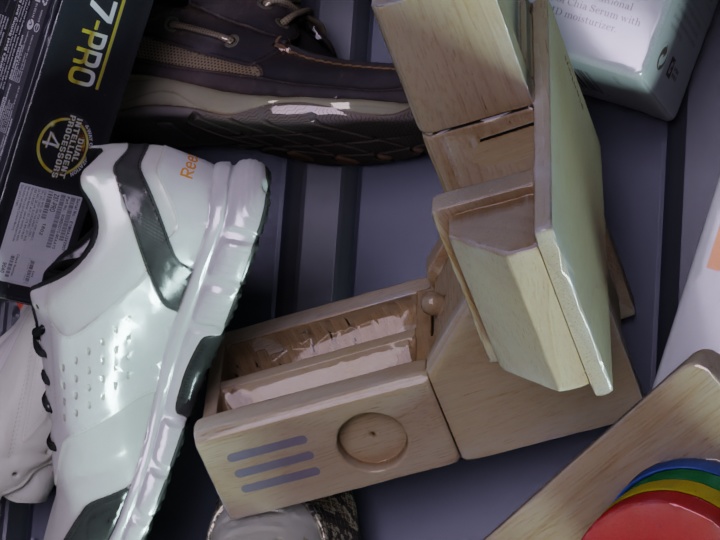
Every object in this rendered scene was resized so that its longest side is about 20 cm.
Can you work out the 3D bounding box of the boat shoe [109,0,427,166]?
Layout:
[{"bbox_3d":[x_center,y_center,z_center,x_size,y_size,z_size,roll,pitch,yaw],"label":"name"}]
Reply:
[{"bbox_3d":[-0.050,-0.090,1.069,0.199,0.074,0.074,5,80,17],"label":"boat shoe"}]

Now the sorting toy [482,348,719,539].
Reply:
[{"bbox_3d":[0.113,0.170,0.904,0.199,0.070,0.200,49,118,6],"label":"sorting toy"}]

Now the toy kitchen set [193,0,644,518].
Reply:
[{"bbox_3d":[0.000,0.000,0.934,0.179,0.201,0.164,-15,31,12],"label":"toy kitchen set"}]

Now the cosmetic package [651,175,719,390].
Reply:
[{"bbox_3d":[0.168,0.052,0.971,0.101,0.071,0.201,16,84,20],"label":"cosmetic package"}]

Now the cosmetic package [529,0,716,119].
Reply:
[{"bbox_3d":[0.110,-0.175,1.029,0.101,0.071,0.201,20,85,21],"label":"cosmetic package"}]

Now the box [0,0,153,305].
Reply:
[{"bbox_3d":[-0.152,-0.101,1.060,0.161,0.049,0.201,23,98,51],"label":"box"}]

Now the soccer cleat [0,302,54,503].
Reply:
[{"bbox_3d":[-0.136,0.054,1.073,0.200,0.069,0.078,-35,75,15],"label":"soccer cleat"}]

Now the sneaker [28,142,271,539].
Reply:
[{"bbox_3d":[-0.101,0.038,1.009,0.080,0.074,0.201,17,106,-9],"label":"sneaker"}]

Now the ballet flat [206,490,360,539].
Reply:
[{"bbox_3d":[-0.036,0.154,1.011,0.067,0.075,0.201,-3,77,18],"label":"ballet flat"}]
